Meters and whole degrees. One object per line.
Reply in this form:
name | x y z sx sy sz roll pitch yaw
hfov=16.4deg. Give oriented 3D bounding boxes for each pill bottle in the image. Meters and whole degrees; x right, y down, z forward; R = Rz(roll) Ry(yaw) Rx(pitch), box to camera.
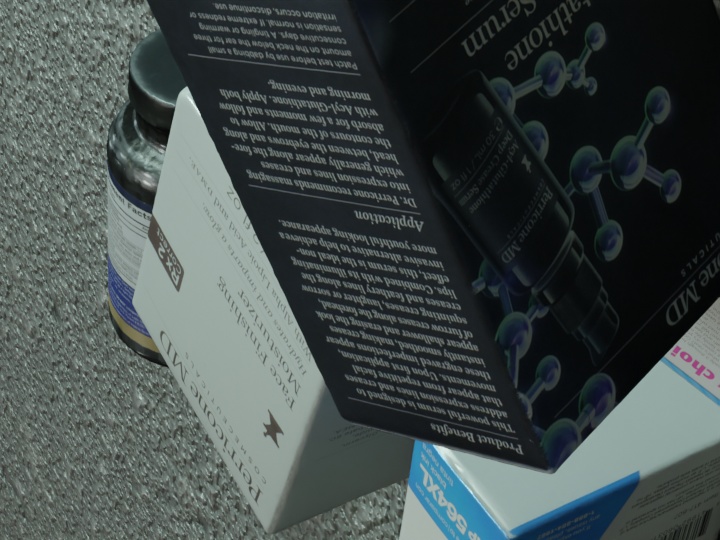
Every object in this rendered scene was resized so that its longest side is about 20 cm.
pill bottle | -0.097 -0.045 1.502 0.112 0.112 0.200 47 146 37

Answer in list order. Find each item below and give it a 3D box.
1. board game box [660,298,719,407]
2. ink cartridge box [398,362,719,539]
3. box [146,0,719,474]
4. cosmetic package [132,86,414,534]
board game box | 0.185 0.025 0.970 0.200 0.034 0.134 38 149 5
ink cartridge box | 0.095 0.139 1.227 0.084 0.146 0.200 49 148 33
box | 0.040 -0.058 0.856 0.107 0.148 0.200 12 136 45
cosmetic package | 0.000 0.000 1.285 0.165 0.165 0.200 58 152 24
